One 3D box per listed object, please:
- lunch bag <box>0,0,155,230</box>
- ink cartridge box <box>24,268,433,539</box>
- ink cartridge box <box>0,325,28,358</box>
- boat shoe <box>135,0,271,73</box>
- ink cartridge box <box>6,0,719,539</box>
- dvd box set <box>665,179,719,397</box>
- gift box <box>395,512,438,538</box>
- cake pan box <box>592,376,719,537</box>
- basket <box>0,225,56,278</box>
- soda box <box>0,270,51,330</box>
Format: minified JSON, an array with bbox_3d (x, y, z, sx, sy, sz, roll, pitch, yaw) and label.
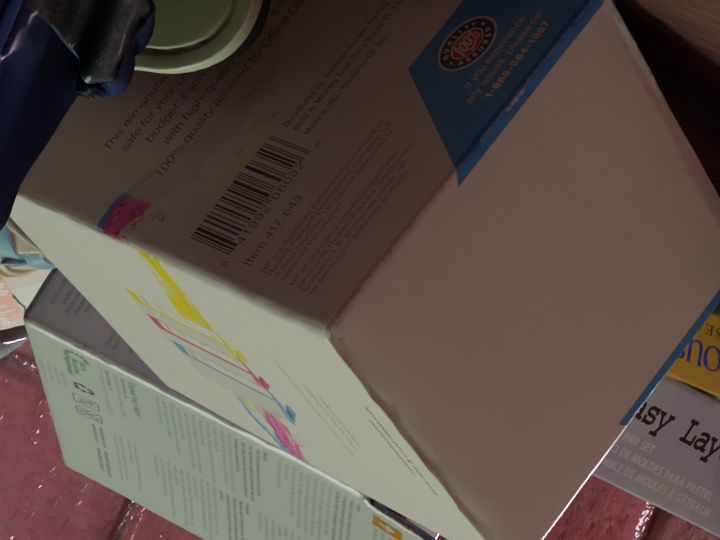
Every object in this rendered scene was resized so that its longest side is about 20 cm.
[{"bbox_3d":[-0.108,-0.085,0.572,0.132,0.136,0.200,24,177,-4],"label":"lunch bag"},{"bbox_3d":[-0.039,0.084,1.007,0.199,0.041,0.200,29,161,8],"label":"ink cartridge box"},{"bbox_3d":[-0.229,-0.041,1.060,0.200,0.041,0.200,60,-159,10],"label":"ink cartridge box"},{"bbox_3d":[-0.091,-0.108,0.730,0.199,0.075,0.066,24,-179,33],"label":"boat shoe"},{"bbox_3d":[-0.009,-0.022,0.745,0.200,0.129,0.125,24,159,45],"label":"ink cartridge box"},{"bbox_3d":[0.156,0.014,0.783,0.146,0.030,0.199,-11,-156,-42],"label":"dvd box set"},{"bbox_3d":[0.000,0.000,1.138,0.184,0.200,0.187,28,166,38],"label":"gift box"},{"bbox_3d":[0.104,0.042,0.925,0.199,0.052,0.184,27,-173,-26],"label":"cake pan box"},{"bbox_3d":[-0.160,-0.073,0.876,0.199,0.177,0.139,9,-164,28],"label":"basket"},{"bbox_3d":[-0.078,-0.035,1.026,0.199,0.070,0.064,-12,122,21],"label":"soda box"}]
